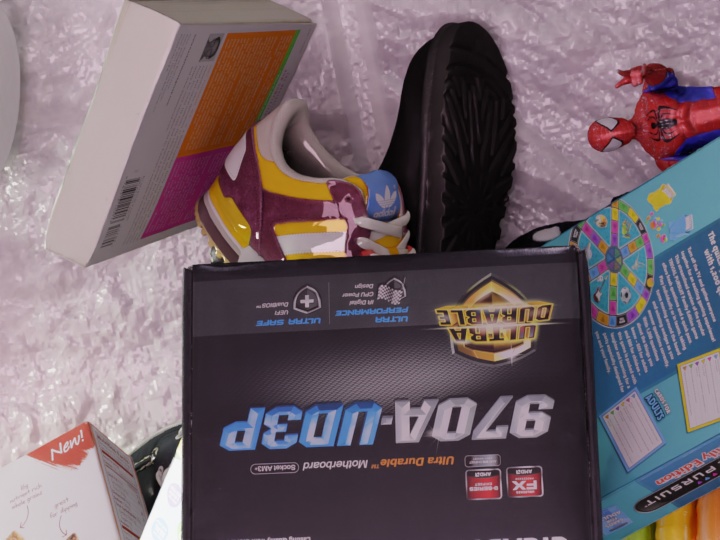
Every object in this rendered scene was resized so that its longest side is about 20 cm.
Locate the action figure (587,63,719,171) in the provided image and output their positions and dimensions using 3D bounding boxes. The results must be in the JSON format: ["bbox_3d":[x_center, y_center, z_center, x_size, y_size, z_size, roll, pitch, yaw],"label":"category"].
[{"bbox_3d":[0.210,-0.087,1.063,0.198,0.099,0.066,-11,93,20],"label":"action figure"}]

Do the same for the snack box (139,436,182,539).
[{"bbox_3d":[-0.023,0.138,1.109,0.053,0.199,0.143,34,107,43],"label":"snack box"}]

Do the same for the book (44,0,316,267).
[{"bbox_3d":[-0.096,-0.079,1.097,0.048,0.200,0.135,25,103,11],"label":"book"}]

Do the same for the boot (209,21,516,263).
[{"bbox_3d":[-0.004,-0.034,1.141,0.157,0.079,0.213,3,82,33],"label":"boot"}]

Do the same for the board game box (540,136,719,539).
[{"bbox_3d":[0.155,0.034,1.015,0.199,0.047,0.152,-32,52,24],"label":"board game box"}]

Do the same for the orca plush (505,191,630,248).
[{"bbox_3d":[0.166,0.024,1.101,0.199,0.071,0.106,28,104,11],"label":"orca plush"}]

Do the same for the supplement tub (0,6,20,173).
[{"bbox_3d":[-0.313,-0.108,1.186,0.198,0.144,0.146,7,100,16],"label":"supplement tub"}]

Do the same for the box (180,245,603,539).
[{"bbox_3d":[0.014,0.074,0.978,0.198,0.046,0.161,-2,73,5],"label":"box"}]

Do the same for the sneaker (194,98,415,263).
[{"bbox_3d":[0.000,0.000,1.052,0.200,0.075,0.090,45,114,17],"label":"sneaker"}]

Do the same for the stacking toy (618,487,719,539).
[{"bbox_3d":[0.153,0.142,1.052,0.198,0.116,0.111,-5,82,22],"label":"stacking toy"}]

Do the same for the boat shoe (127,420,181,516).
[{"bbox_3d":[-0.084,0.117,1.194,0.199,0.060,0.076,-31,89,18],"label":"boat shoe"}]

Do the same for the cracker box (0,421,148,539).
[{"bbox_3d":[-0.174,0.202,1.135,0.133,0.058,0.201,-29,52,9],"label":"cracker box"}]
